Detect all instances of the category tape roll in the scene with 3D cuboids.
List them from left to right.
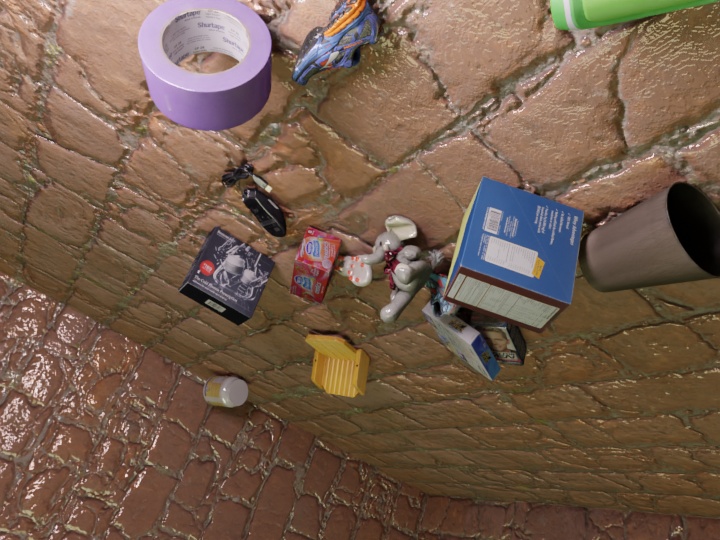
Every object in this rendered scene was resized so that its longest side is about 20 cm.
[{"bbox_3d":[-0.236,-0.324,0.876,0.196,0.204,0.085,20,153,1],"label":"tape roll"}]

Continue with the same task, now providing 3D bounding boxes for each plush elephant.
[{"bbox_3d":[0.077,-0.023,1.243,0.154,0.199,0.167,35,142,19],"label":"plush elephant"}]

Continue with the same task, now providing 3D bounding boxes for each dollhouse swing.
[{"bbox_3d":[-0.098,0.329,1.936,0.196,0.187,0.175,1,166,32],"label":"dollhouse swing"}]

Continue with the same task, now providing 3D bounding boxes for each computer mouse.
[{"bbox_3d":[-0.221,-0.168,1.298,0.200,0.046,0.139,47,148,-19],"label":"computer mouse"}]

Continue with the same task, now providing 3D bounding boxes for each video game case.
[{"bbox_3d":[0.267,0.183,1.482,0.180,0.046,0.201,34,166,44],"label":"video game case"}]

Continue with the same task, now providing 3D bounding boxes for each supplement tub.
[{"bbox_3d":[-0.659,0.592,2.758,0.196,0.148,0.146,-5,143,38],"label":"supplement tub"}]

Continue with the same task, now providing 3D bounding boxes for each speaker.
[{"bbox_3d":[0.317,-0.328,0.625,0.196,0.090,0.089,1,146,32],"label":"speaker"}]

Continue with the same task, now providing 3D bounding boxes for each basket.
[{"bbox_3d":[0.487,-0.038,0.959,0.179,0.138,0.199,34,153,-16],"label":"basket"}]

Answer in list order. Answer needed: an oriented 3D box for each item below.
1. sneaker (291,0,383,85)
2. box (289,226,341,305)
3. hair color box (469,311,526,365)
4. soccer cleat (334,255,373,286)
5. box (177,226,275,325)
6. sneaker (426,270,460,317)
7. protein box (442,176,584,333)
[{"bbox_3d":[-0.040,-0.336,0.865,0.078,0.077,0.198,32,151,-27],"label":"sneaker"},{"bbox_3d":[-0.116,-0.007,1.436,0.093,0.101,0.201,20,152,0],"label":"box"},{"bbox_3d":[0.360,0.172,1.464,0.098,0.062,0.201,1,145,32],"label":"hair color box"},{"bbox_3d":[0.000,0.000,1.369,0.076,0.071,0.199,20,-179,-22],"label":"soccer cleat"},{"bbox_3d":[-0.367,0.017,1.557,0.198,0.185,0.103,32,149,-21],"label":"box"},{"bbox_3d":[0.179,0.056,1.296,0.078,0.098,0.200,21,-178,-11],"label":"sneaker"},{"bbox_3d":[0.279,-0.027,1.036,0.195,0.202,0.136,19,152,3],"label":"protein box"}]
